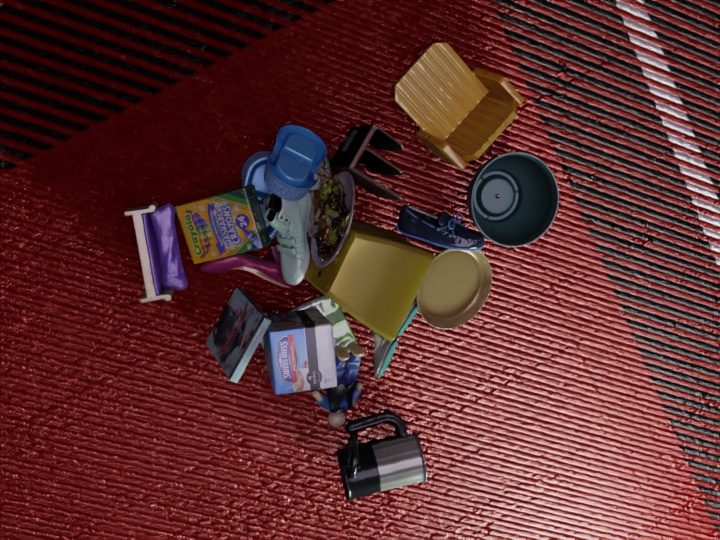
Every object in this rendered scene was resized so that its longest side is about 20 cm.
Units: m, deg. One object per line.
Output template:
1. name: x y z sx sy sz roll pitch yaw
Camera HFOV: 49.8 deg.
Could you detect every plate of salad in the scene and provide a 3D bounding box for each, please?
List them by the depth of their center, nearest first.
1. plate of salad: -0.066 -0.105 1.555 0.048 0.200 0.202 16 96 -24

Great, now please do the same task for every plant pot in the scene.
1. plant pot: 0.000 0.000 1.624 0.175 0.200 0.201 24 94 -33
2. plant pot: 0.320 -0.160 1.717 0.198 0.134 0.203 -2 99 -10
3. plant pot: 0.208 0.035 1.756 0.198 0.027 0.202 -10 115 -23

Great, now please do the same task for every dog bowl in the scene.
1. dog bowl: -0.137 -0.218 1.585 0.111 0.201 0.050 26 130 -11
2. dog bowl: -0.209 -0.152 1.654 0.110 0.050 0.202 14 97 -13

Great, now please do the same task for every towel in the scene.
1. towel: -0.119 0.153 1.738 0.199 0.031 0.150 -27 104 -6

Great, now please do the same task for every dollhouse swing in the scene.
1. dollhouse swing: 0.200 -0.364 1.652 0.200 0.182 0.176 -46 124 0

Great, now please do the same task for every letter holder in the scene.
1. letter holder: 0.034 -0.221 1.617 0.141 0.200 0.101 31 89 -16

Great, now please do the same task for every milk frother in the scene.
1. milk frother: 0.049 0.421 1.727 0.186 0.200 0.182 -12 97 -9

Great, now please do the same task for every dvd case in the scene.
1. dvd case: -0.259 0.130 1.623 0.022 0.200 0.147 28 94 -32

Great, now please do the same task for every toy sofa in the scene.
1. toy sofa: -0.425 -0.040 1.622 0.097 0.083 0.202 -9 100 -8

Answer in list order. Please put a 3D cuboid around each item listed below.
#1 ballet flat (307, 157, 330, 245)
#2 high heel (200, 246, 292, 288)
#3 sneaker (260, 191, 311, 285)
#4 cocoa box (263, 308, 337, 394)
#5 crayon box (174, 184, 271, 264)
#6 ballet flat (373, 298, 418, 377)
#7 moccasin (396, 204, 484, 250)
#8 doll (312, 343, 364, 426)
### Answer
1. ballet flat: -0.100 -0.150 1.668 0.075 0.067 0.202 -13 106 -44
2. high heel: -0.241 0.008 1.669 0.198 0.067 0.097 -11 90 -12
3. sneaker: -0.162 -0.070 1.594 0.073 0.118 0.203 6 94 33
4. cocoa box: -0.132 0.165 1.623 0.130 0.200 0.135 -6 98 -11
5. crayon box: -0.297 -0.091 1.608 0.198 0.052 0.127 -12 101 22
6. ballet flat: 0.066 0.143 1.763 0.063 0.067 0.201 29 92 14
7. moccasin: 0.177 -0.094 1.699 0.198 0.081 0.069 13 112 7
8. doll: -0.046 0.264 1.741 0.135 0.048 0.202 -10 122 -34
